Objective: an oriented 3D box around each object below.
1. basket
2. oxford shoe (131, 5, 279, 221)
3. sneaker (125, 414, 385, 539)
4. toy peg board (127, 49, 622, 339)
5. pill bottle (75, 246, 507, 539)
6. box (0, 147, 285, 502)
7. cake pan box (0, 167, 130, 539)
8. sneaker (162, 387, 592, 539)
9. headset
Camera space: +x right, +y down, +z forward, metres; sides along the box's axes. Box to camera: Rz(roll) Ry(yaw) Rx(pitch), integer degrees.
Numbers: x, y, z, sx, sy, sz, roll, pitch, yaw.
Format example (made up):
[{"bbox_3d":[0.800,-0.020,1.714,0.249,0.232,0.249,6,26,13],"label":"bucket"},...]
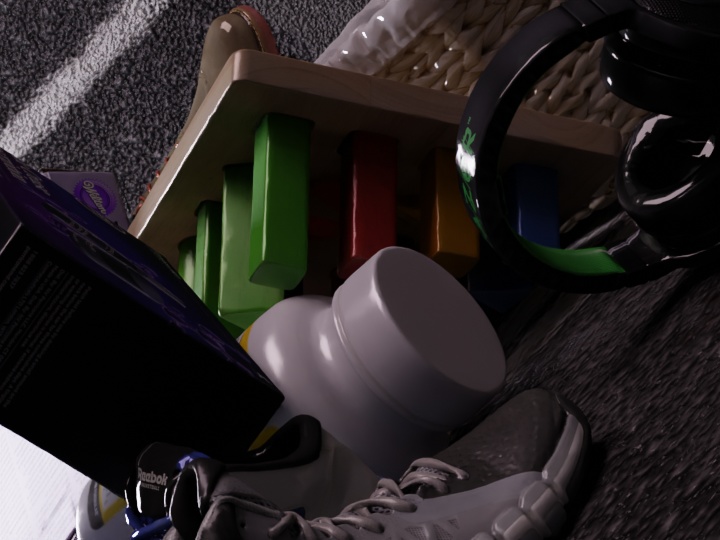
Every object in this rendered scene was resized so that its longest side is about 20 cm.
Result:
[{"bbox_3d":[0.080,-0.114,1.163,0.200,0.161,0.198,-49,8,-36],"label":"basket"},{"bbox_3d":[-0.084,-0.044,1.139,0.070,0.074,0.201,25,114,57],"label":"oxford shoe"},{"bbox_3d":[-0.064,0.132,0.820,0.200,0.115,0.080,-50,17,-18],"label":"sneaker"},{"bbox_3d":[0.000,0.000,1.035,0.200,0.198,0.098,131,145,-57],"label":"toy peg board"},{"bbox_3d":[-0.030,0.082,0.951,0.200,0.111,0.111,-43,8,27],"label":"pill bottle"},{"bbox_3d":[-0.133,0.017,0.915,0.079,0.141,0.200,-51,27,1],"label":"box"},{"bbox_3d":[-0.169,0.075,1.168,0.052,0.185,0.200,1,-36,-32],"label":"cake pan box"},{"bbox_3d":[-0.004,0.090,0.746,0.200,0.115,0.075,-51,9,-30],"label":"sneaker"},{"bbox_3d":[0.130,-0.069,0.850,0.199,0.124,0.094,-19,33,-9],"label":"headset"}]
